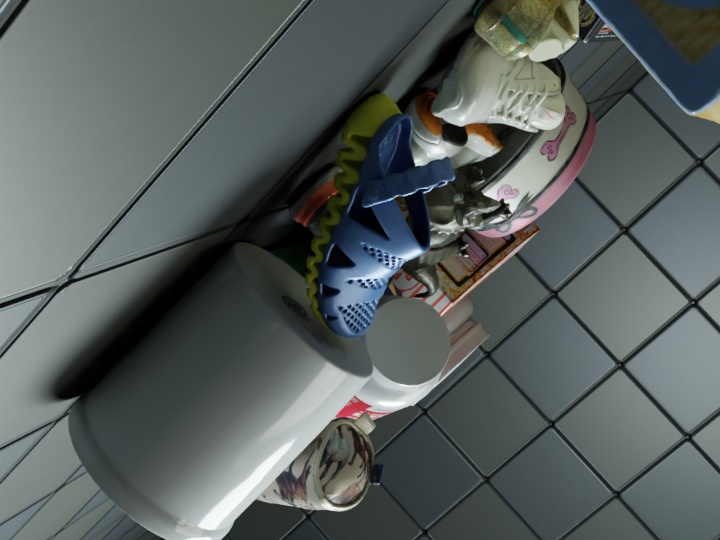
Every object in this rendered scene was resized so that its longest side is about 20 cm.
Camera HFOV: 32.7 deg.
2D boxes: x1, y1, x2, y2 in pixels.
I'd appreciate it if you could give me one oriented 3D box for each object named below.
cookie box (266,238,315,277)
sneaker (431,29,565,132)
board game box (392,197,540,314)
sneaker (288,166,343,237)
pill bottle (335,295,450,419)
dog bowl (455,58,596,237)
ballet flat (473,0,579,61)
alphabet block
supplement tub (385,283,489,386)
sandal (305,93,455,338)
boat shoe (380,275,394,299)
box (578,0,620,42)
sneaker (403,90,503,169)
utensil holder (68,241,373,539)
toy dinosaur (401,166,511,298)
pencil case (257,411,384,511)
[{"bbox_3d":[-0.098,0.053,1.208,0.171,0.075,0.200,-44,174,16],"label":"cookie box"},{"bbox_3d":[0.130,-0.156,1.056,0.078,0.099,0.200,-62,169,27],"label":"sneaker"},{"bbox_3d":[0.088,-0.050,1.333,0.200,0.152,0.046,-35,171,-47],"label":"board game box"},{"bbox_3d":[-0.005,-0.041,1.108,0.077,0.082,0.200,-44,174,13],"label":"sneaker"},{"bbox_3d":[0.016,0.088,1.227,0.112,0.112,0.200,-40,-179,-21],"label":"pill bottle"},{"bbox_3d":[0.156,-0.120,1.257,0.200,0.074,0.200,-44,-159,22],"label":"dog bowl"},{"bbox_3d":[0.150,-0.207,1.025,0.071,0.071,0.200,-45,174,26],"label":"ballet flat"},{"bbox_3d":[0.287,-0.238,0.915,0.196,0.195,0.200,-43,160,24],"label":"alphabet block"},{"bbox_3d":[0.037,0.041,1.404,0.144,0.200,0.144,-42,174,-5],"label":"supplement tub"},{"bbox_3d":[0.016,-0.031,0.958,0.079,0.087,0.200,-28,138,-53],"label":"sandal"},{"bbox_3d":[0.003,-0.001,1.164,0.072,0.060,0.202,-15,-160,10],"label":"boat shoe"},{"bbox_3d":[0.302,-0.289,1.142,0.200,0.049,0.161,-10,146,-38],"label":"box"},{"bbox_3d":[0.063,-0.117,1.133,0.092,0.076,0.200,-37,169,22],"label":"sneaker"},{"bbox_3d":[-0.113,0.099,1.018,0.200,0.170,0.170,-47,174,11],"label":"utensil holder"},{"bbox_3d":[0.072,-0.041,1.142,0.102,0.077,0.200,-15,160,-35],"label":"toy dinosaur"},{"bbox_3d":[-0.072,0.170,1.125,0.200,0.078,0.089,-3,-146,47],"label":"pencil case"}]
